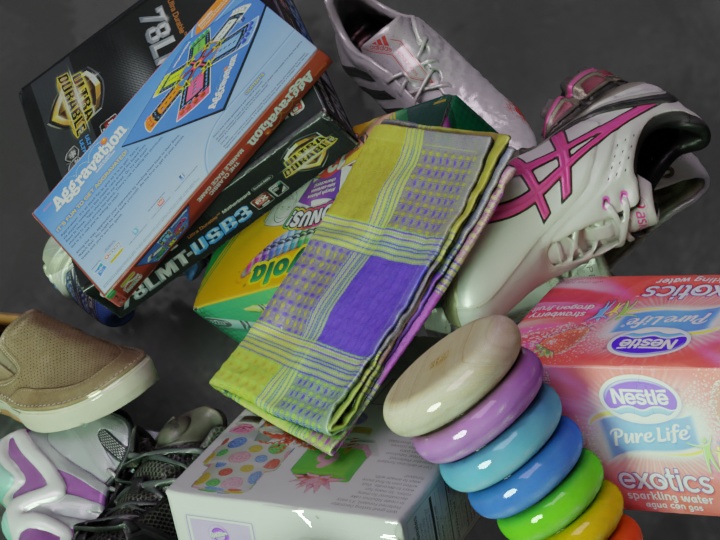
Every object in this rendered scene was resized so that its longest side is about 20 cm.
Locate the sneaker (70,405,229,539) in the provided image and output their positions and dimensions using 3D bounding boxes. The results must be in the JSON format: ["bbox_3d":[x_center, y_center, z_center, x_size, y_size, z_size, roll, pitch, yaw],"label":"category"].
[{"bbox_3d":[-0.128,0.139,1.073,0.076,0.199,0.114,-4,90,35],"label":"sneaker"}]

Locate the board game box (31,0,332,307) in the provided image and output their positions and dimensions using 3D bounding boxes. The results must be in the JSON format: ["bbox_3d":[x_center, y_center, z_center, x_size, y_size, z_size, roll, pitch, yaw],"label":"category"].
[{"bbox_3d":[-0.114,-0.082,1.182,0.200,0.019,0.103,-49,50,2],"label":"board game box"}]

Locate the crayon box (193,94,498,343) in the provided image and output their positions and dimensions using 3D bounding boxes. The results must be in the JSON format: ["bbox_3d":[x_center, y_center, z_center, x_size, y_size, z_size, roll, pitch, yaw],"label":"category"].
[{"bbox_3d":[-0.008,-0.026,1.189,0.200,0.058,0.119,-15,47,45],"label":"crayon box"}]

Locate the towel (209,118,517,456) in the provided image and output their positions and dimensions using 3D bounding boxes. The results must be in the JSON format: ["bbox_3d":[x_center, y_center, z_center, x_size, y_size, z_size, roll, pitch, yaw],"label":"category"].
[{"bbox_3d":[0.000,0.000,1.073,0.200,0.023,0.144,-57,32,-8],"label":"towel"}]

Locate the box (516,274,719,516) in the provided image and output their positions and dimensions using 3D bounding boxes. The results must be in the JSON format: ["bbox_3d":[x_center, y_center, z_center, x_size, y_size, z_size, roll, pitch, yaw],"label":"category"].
[{"bbox_3d":[0.179,0.066,1.016,0.200,0.095,0.103,-1,30,40],"label":"box"}]

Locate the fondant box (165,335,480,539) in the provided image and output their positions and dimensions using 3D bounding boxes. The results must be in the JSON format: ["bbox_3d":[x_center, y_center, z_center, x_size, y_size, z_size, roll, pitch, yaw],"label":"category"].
[{"bbox_3d":[0.003,0.106,1.080,0.144,0.058,0.200,4,26,27],"label":"fondant box"}]

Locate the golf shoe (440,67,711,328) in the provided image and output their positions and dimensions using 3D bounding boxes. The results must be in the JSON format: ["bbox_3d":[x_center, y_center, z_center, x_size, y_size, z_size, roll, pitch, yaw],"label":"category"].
[{"bbox_3d":[0.121,-0.039,1.084,0.092,0.073,0.200,22,60,35],"label":"golf shoe"}]

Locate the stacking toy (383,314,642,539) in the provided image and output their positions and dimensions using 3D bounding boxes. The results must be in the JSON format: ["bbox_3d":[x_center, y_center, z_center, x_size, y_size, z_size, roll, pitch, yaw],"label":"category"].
[{"bbox_3d":[0.102,0.123,0.991,0.085,0.200,0.085,-38,10,8],"label":"stacking toy"}]

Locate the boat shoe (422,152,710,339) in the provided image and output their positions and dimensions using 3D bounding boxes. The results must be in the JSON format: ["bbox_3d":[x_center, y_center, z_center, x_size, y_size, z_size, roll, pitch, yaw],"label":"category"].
[{"bbox_3d":[0.128,-0.015,1.156,0.200,0.071,0.069,-40,49,-6],"label":"boat shoe"}]

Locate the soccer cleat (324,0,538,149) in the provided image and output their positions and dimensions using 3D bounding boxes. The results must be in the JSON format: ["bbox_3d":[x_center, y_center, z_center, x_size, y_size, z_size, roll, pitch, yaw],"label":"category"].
[{"bbox_3d":[0.042,-0.125,1.261,0.069,0.085,0.200,-40,51,-5],"label":"soccer cleat"}]

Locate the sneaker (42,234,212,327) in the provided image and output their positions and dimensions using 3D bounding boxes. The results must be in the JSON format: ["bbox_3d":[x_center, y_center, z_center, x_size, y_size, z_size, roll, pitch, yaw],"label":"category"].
[{"bbox_3d":[-0.120,-0.037,1.293,0.200,0.077,0.085,-45,55,4],"label":"sneaker"}]

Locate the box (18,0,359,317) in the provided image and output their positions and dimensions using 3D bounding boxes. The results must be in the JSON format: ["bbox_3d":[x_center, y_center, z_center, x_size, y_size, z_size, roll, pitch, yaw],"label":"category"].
[{"bbox_3d":[-0.118,-0.101,1.241,0.198,0.050,0.200,-35,50,14],"label":"box"}]

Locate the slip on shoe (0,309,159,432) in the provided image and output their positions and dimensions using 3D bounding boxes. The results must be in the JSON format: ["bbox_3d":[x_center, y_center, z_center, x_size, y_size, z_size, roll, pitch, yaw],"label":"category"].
[{"bbox_3d":[-0.208,0.057,1.227,0.076,0.061,0.200,-35,23,-31],"label":"slip on shoe"}]

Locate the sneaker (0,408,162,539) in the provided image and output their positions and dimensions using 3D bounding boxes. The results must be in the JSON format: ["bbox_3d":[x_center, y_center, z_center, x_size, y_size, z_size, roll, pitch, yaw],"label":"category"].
[{"bbox_3d":[-0.150,0.149,1.169,0.140,0.078,0.200,-32,51,3],"label":"sneaker"}]
